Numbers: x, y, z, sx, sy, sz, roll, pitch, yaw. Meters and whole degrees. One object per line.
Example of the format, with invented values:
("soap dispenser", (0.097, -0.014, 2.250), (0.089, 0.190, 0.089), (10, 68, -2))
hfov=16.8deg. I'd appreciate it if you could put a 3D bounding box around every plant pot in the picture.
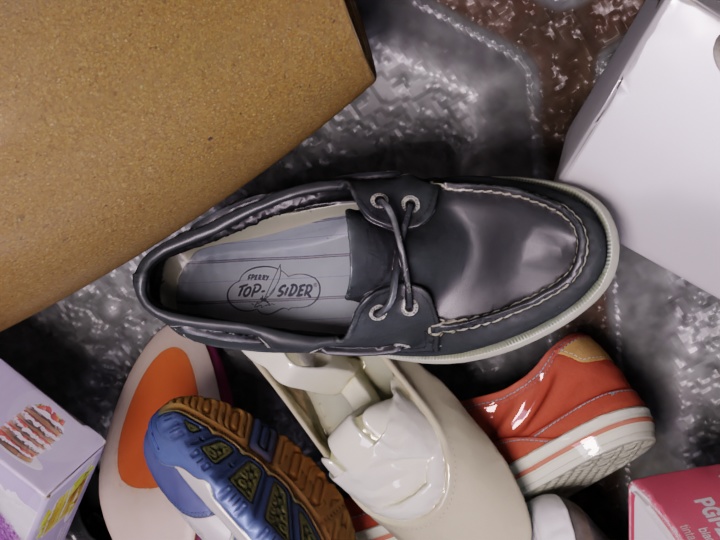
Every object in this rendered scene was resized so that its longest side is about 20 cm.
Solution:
("plant pot", (-0.102, -0.087, 0.975), (0.199, 0.187, 0.187), (-19, 110, 6))

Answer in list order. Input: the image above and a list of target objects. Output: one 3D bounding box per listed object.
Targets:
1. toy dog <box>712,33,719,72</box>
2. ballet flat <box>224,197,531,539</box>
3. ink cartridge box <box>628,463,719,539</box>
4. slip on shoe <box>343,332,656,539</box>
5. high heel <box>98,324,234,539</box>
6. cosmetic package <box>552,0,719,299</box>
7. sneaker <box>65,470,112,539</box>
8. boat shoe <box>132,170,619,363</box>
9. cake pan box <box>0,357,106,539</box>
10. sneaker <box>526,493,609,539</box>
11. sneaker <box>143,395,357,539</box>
("toy dog", (0.228, -0.111, 0.913), (0.199, 0.132, 0.096), (17, 129, -18))
("ballet flat", (-0.007, 0.053, 1.030), (0.200, 0.069, 0.069), (51, 118, 15))
("ink cartridge box", (0.218, 0.149, 1.015), (0.199, 0.085, 0.146), (-10, 116, -13))
("slip on shoe", (0.040, 0.089, 1.085), (0.200, 0.074, 0.061), (-31, 71, 30))
("high heel", (-0.070, 0.128, 1.110), (0.067, 0.096, 0.201), (-3, 77, 27))
("cosmetic package", (0.188, -0.035, 0.974), (0.199, 0.085, 0.108), (31, 118, -2))
("sneaker", (-0.090, 0.165, 1.141), (0.200, 0.076, 0.088), (36, 111, -6))
("boat shoe", (0.000, -0.002, 0.958), (0.198, 0.066, 0.075), (0, 86, 25))
("cake pan box", (-0.221, 0.083, 1.081), (0.200, 0.052, 0.185), (38, 131, 10))
("sneaker", (0.135, 0.159, 1.083), (0.082, 0.077, 0.200), (-26, 129, 8))
("sneaker", (-0.033, 0.143, 1.040), (0.088, 0.075, 0.200), (-37, 104, 26))
